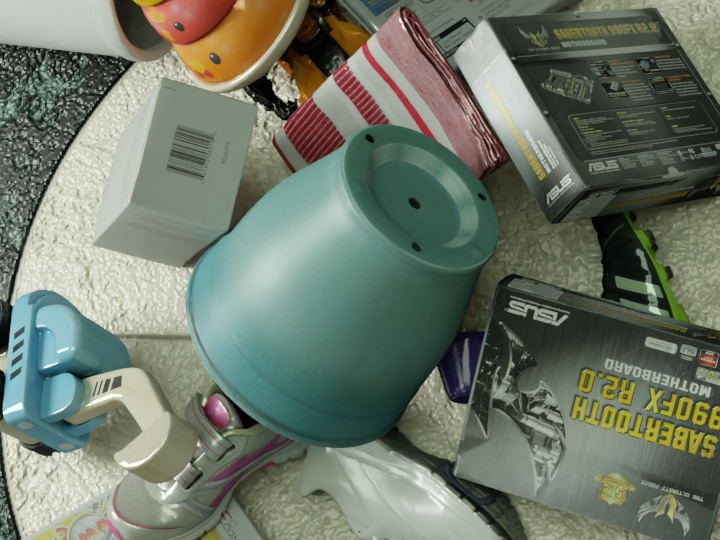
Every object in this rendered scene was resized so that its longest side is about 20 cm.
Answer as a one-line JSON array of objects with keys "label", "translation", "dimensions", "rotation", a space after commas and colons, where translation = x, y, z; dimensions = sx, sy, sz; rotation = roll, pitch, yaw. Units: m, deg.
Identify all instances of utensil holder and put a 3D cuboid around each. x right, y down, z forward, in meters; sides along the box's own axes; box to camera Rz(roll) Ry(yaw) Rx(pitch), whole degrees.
[{"label": "utensil holder", "translation": [-0.267, -0.272, 1.508], "dimensions": [0.200, 0.170, 0.170], "rotation": [6, 76, 19]}]

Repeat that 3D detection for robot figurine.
[{"label": "robot figurine", "translation": [-0.012, -0.161, 1.463], "dimensions": [0.145, 0.058, 0.200], "rotation": [-40, 69, 1]}]

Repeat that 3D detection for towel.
[{"label": "towel", "translation": [0.017, -0.098, 1.373], "dimensions": [0.144, 0.023, 0.200], "rotation": [57, 136, 6]}]

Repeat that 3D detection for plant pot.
[{"label": "plant pot", "translation": [0.000, 0.000, 1.291], "dimensions": [0.188, 0.200, 0.200], "rotation": [-49, 62, 41]}]

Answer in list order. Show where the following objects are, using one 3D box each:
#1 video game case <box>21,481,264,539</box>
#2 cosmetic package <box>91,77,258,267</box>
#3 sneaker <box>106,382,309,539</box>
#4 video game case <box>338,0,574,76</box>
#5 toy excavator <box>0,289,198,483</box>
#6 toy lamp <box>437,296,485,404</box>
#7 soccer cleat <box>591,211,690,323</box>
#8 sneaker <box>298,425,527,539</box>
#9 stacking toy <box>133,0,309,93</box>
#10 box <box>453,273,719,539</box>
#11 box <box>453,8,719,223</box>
[{"label": "video game case", "translation": [-0.171, 0.248, 1.355], "dimensions": [0.200, 0.023, 0.182], "rotation": [-30, 54, -15]}, {"label": "cosmetic package", "translation": [-0.154, -0.075, 1.396], "dimensions": [0.085, 0.200, 0.108], "rotation": [15, 79, -13]}, {"label": "sneaker", "translation": [-0.120, 0.137, 1.364], "dimensions": [0.200, 0.088, 0.081], "rotation": [-38, 57, -17]}, {"label": "video game case", "translation": [0.078, -0.261, 1.454], "dimensions": [0.200, 0.022, 0.182], "rotation": [-35, 68, -17]}, {"label": "toy excavator", "translation": [-0.219, 0.091, 1.375], "dimensions": [0.200, 0.100, 0.195], "rotation": [-22, 53, 28]}, {"label": "toy lamp", "translation": [0.082, 0.007, 1.392], "dimensions": [0.058, 0.058, 0.200], "rotation": [-6, 72, 13]}, {"label": "soccer cleat", "translation": [0.212, 0.032, 1.345], "dimensions": [0.081, 0.068, 0.200], "rotation": [-26, 72, 8]}, {"label": "sneaker", "translation": [0.040, 0.182, 1.355], "dimensions": [0.200, 0.074, 0.087], "rotation": [30, 102, 23]}, {"label": "stacking toy", "translation": [-0.151, -0.247, 1.398], "dimensions": [0.146, 0.200, 0.146], "rotation": [-30, 45, 35]}, {"label": "box", "translation": [0.183, 0.105, 1.297], "dimensions": [0.200, 0.048, 0.159], "rotation": [16, 105, 14]}, {"label": "box", "translation": [0.188, -0.123, 1.327], "dimensions": [0.048, 0.200, 0.159], "rotation": [-49, 62, 43]}]
